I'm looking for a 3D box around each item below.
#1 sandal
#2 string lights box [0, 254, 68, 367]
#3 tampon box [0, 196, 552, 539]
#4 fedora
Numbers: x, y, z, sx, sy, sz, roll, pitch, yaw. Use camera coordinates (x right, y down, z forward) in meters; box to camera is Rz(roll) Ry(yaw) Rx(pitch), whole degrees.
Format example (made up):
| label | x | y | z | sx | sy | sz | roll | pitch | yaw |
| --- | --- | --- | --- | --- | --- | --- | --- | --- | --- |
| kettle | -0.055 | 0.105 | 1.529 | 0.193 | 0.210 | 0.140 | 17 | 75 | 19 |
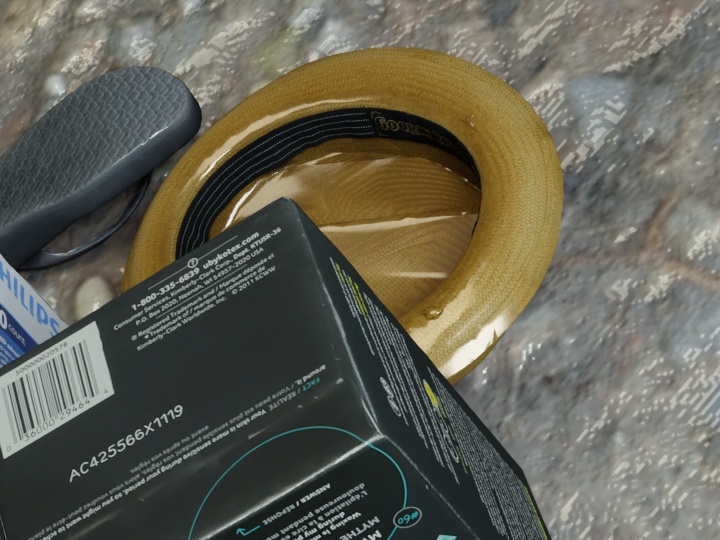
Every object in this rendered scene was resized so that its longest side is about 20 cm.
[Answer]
| label | x | y | z | sx | sy | sz | roll | pitch | yaw |
| --- | --- | --- | --- | --- | --- | --- | --- | --- | --- |
| sandal | -0.151 | -0.029 | 1.400 | 0.200 | 0.043 | 0.076 | -34 | 37 | 21 |
| string lights box | -0.161 | 0.094 | 1.262 | 0.059 | 0.103 | 0.201 | -20 | 48 | 18 |
| tampon box | -0.025 | 0.103 | 1.096 | 0.149 | 0.200 | 0.127 | -30 | 45 | 9 |
| fedora | 0.000 | 0.000 | 1.242 | 0.200 | 0.082 | 0.201 | -14 | 52 | 18 |
